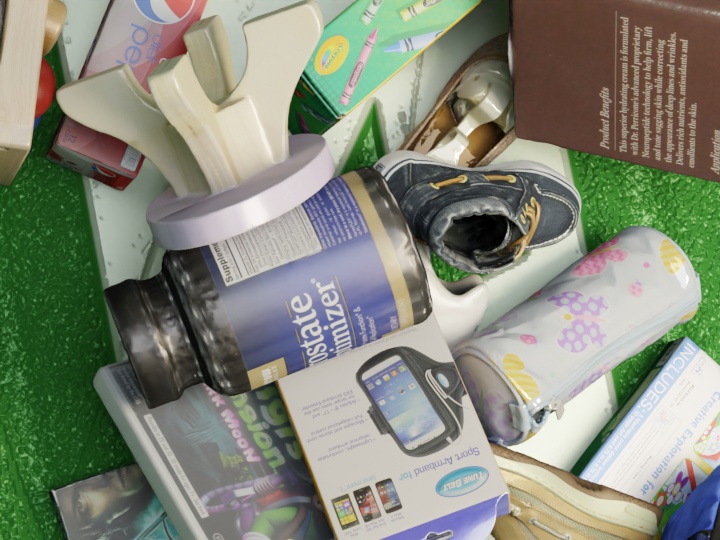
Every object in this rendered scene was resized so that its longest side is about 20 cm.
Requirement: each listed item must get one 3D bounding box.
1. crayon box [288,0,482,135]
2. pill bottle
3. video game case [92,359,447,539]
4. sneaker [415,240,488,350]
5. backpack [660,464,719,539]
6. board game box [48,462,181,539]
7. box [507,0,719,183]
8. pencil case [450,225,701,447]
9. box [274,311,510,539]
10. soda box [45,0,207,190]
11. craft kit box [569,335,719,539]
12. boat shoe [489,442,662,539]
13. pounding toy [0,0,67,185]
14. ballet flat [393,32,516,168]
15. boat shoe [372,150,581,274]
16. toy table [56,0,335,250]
[{"bbox_3d":[0.027,-0.180,1.697,0.200,0.119,0.058,-41,93,-14],"label":"crayon box"},{"bbox_3d":[-0.062,0.016,1.569,0.199,0.112,0.112,-22,89,-6],"label":"pill bottle"},{"bbox_3d":[-0.060,0.128,1.613,0.181,0.023,0.200,-15,62,-37],"label":"video game case"},{"bbox_3d":[0.000,0.000,1.684,0.200,0.075,0.087,27,102,-17],"label":"sneaker"},{"bbox_3d":[0.267,0.235,1.644,0.162,0.168,0.200,31,46,-12],"label":"backpack"},{"bbox_3d":[-0.125,0.228,1.661,0.135,0.028,0.201,-17,88,-15],"label":"board game box"},{"bbox_3d":[0.222,-0.182,1.661,0.199,0.166,0.165,15,53,16],"label":"box"},{"bbox_3d":[0.153,0.045,1.694,0.200,0.091,0.083,-34,114,-32],"label":"pencil case"},{"bbox_3d":[0.019,0.111,1.595,0.119,0.042,0.200,-19,63,-5],"label":"box"},{"bbox_3d":[-0.154,-0.162,1.678,0.063,0.070,0.201,23,80,-10],"label":"soda box"},{"bbox_3d":[0.248,0.187,1.746,0.197,0.049,0.200,41,77,-3],"label":"craft kit box"},{"bbox_3d":[0.116,0.171,1.654,0.199,0.072,0.076,21,83,-16],"label":"boat shoe"},{"bbox_3d":[-0.244,-0.172,1.599,0.142,0.184,0.201,8,82,-12],"label":"pounding toy"},{"bbox_3d":[0.076,-0.099,1.726,0.068,0.067,0.200,40,76,-6],"label":"ballet flat"},{"bbox_3d":[0.099,-0.032,1.676,0.200,0.091,0.071,4,116,-41],"label":"boat shoe"},{"bbox_3d":[-0.097,-0.097,1.576,0.183,0.200,0.117,-20,104,-1],"label":"toy table"}]
